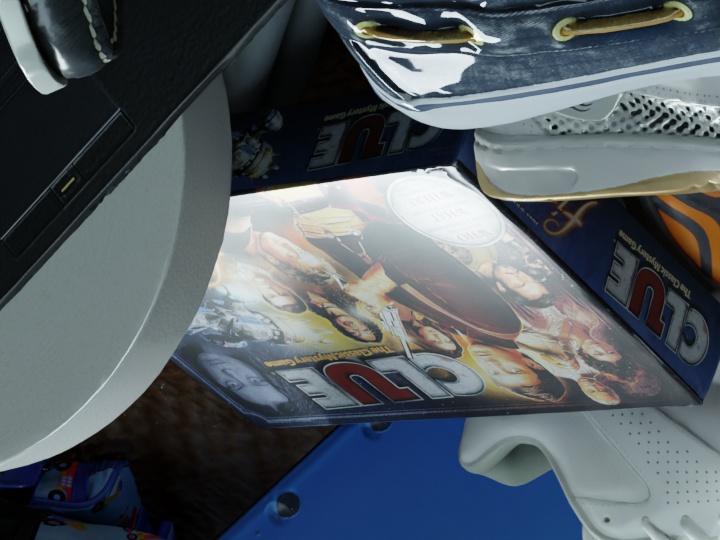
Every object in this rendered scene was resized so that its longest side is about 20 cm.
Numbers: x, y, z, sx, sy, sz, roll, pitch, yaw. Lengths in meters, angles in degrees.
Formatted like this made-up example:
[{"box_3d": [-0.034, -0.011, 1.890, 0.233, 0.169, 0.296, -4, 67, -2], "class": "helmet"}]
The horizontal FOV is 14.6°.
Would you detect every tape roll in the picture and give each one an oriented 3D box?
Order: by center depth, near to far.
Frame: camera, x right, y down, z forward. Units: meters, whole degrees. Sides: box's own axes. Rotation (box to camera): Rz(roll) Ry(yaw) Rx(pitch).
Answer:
[{"box_3d": [-0.136, -0.034, 0.867, 0.202, 0.204, 0.037, -12, 177, 23], "class": "tape roll"}]

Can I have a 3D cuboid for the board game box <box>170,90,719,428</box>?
[{"box_3d": [0.000, 0.000, 0.897, 0.199, 0.035, 0.135, -7, 143, 43], "class": "board game box"}]

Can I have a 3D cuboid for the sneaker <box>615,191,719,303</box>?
[{"box_3d": [0.120, -0.058, 0.844, 0.112, 0.078, 0.200, -10, 137, 38], "class": "sneaker"}]

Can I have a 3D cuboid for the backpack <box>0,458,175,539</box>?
[{"box_3d": [-0.106, 0.163, 1.098, 0.199, 0.135, 0.183, 0, 137, 12], "class": "backpack"}]

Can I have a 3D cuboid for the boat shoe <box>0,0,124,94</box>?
[{"box_3d": [-0.076, -0.149, 0.730, 0.060, 0.201, 0.076, -8, -179, 4], "class": "boat shoe"}]

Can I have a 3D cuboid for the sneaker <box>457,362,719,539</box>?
[{"box_3d": [0.121, 0.068, 0.932, 0.199, 0.100, 0.078, 19, 174, 32], "class": "sneaker"}]

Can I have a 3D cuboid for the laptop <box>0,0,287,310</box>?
[{"box_3d": [-0.144, -0.103, 0.789, 0.177, 0.200, 0.103, -46, 156, 13], "class": "laptop"}]

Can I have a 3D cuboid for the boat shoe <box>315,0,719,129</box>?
[{"box_3d": [0.076, -0.090, 0.674, 0.199, 0.071, 0.091, -16, 152, 20], "class": "boat shoe"}]

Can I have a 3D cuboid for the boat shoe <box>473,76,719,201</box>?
[{"box_3d": [0.116, -0.060, 0.733, 0.199, 0.071, 0.070, -4, 105, 26], "class": "boat shoe"}]

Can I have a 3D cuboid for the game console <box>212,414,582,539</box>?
[{"box_3d": [0.020, 0.133, 1.031, 0.118, 0.200, 0.171, 45, 164, 15], "class": "game console"}]

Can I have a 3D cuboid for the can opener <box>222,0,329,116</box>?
[{"box_3d": [-0.024, -0.123, 0.846, 0.066, 0.053, 0.201, 39, 140, 21], "class": "can opener"}]
